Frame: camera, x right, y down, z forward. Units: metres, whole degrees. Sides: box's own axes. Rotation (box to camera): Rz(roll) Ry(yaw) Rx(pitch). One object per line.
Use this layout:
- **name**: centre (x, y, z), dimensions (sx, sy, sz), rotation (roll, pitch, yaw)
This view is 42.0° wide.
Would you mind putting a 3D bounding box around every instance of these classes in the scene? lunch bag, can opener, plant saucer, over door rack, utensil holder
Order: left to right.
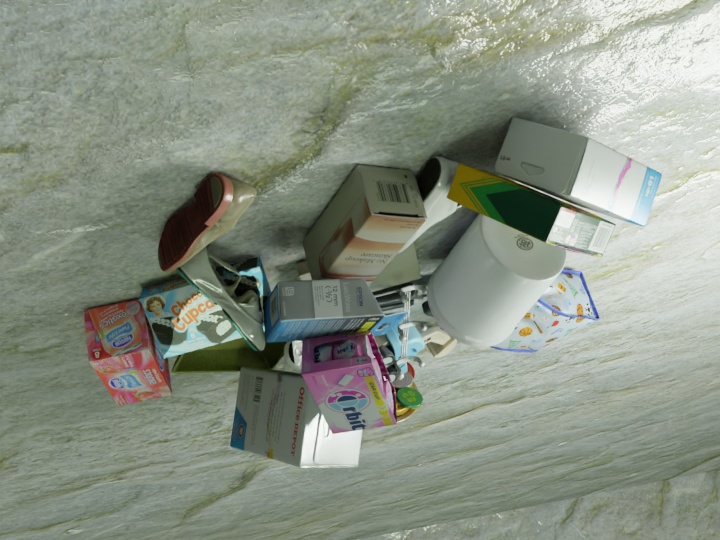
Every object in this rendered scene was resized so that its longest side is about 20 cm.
- **plant saucer**: centre (-0.217, 0.115, 1.649), dimensions (0.196, 0.049, 0.200), rotation (1, 149, -28)
- **over door rack**: centre (0.035, 0.111, 1.594), dimensions (0.197, 0.151, 0.066), rotation (-8, -162, -34)
- **can opener**: centre (0.083, 0.054, 1.674), dimensions (0.196, 0.068, 0.053), rotation (-7, 154, -5)
- **utensil holder**: centre (0.222, 0.004, 1.531), dimensions (0.167, 0.173, 0.201), rotation (-1, 149, -24)
- **lunch bag**: centre (0.317, 0.072, 1.753), dimensions (0.198, 0.126, 0.169), rotation (3, 150, -44)

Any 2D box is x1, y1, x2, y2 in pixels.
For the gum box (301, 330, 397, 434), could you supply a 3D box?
- **gum box**: centre (-0.017, 0.176, 1.489), dimensions (0.111, 0.067, 0.201), rotation (-10, 140, 10)

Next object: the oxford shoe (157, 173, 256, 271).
- **oxford shoe**: centre (-0.216, -0.057, 1.313), dimensions (0.074, 0.072, 0.199), rotation (5, 148, -43)

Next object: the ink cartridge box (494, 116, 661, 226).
- **ink cartridge box**: centre (0.307, -0.138, 1.322), dimensions (0.198, 0.144, 0.086), rotation (12, 100, -42)

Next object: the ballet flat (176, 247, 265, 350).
- **ballet flat**: centre (-0.196, 0.040, 1.432), dimensions (0.069, 0.070, 0.200), rotation (-28, 116, 26)

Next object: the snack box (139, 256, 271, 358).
- **snack box**: centre (-0.237, 0.060, 1.491), dimensions (0.196, 0.037, 0.118), rotation (-15, 118, 2)

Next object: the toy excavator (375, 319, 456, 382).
- **toy excavator**: centre (0.095, 0.140, 1.807), dimensions (0.197, 0.101, 0.196), rotation (-27, 147, -10)

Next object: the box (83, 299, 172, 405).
- **box**: centre (-0.384, 0.140, 1.563), dimensions (0.101, 0.096, 0.201), rotation (-10, 152, -6)

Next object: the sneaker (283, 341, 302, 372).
- **sneaker**: centre (-0.090, 0.157, 1.686), dimensions (0.198, 0.082, 0.145), rotation (1, 168, -42)

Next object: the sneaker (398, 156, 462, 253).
- **sneaker**: centre (0.104, -0.087, 1.407), dimensions (0.083, 0.074, 0.200), rotation (6, 145, -29)

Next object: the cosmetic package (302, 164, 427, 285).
- **cosmetic package**: centre (0.003, -0.059, 1.394), dimensions (0.102, 0.089, 0.200), rotation (1, 149, -29)

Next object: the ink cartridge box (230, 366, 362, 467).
- **ink cartridge box**: centre (-0.110, 0.261, 1.673), dimensions (0.145, 0.150, 0.198), rotation (12, 174, -44)

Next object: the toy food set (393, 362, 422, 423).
- **toy food set**: centre (0.025, 0.224, 1.820), dimensions (0.194, 0.201, 0.049), rotation (-2, 125, -22)

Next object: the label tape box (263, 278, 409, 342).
- **label tape box**: centre (-0.041, 0.060, 1.430), dimensions (0.196, 0.067, 0.143), rotation (-4, 165, -16)

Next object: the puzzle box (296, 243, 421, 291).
- **puzzle box**: centre (0.000, 0.000, 1.569), dimensions (0.196, 0.026, 0.134), rotation (-16, 153, 2)

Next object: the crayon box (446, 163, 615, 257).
- **crayon box**: centre (0.246, -0.085, 1.338), dimensions (0.199, 0.171, 0.059), rotation (9, 107, -54)
